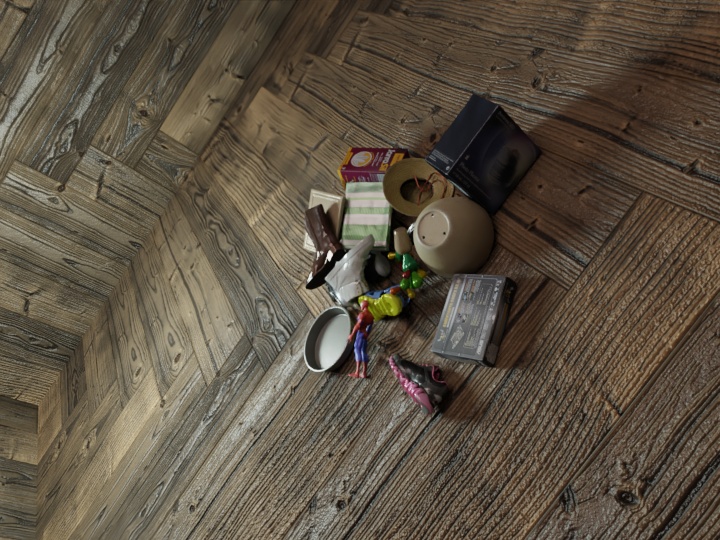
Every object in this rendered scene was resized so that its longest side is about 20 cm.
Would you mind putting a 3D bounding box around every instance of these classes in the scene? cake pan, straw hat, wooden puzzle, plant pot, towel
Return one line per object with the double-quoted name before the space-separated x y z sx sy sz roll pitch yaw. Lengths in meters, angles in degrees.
"cake pan" -0.087 0.202 1.736 0.199 0.037 0.203 -29 46 35
"straw hat" 0.157 -0.213 1.679 0.085 0.197 0.204 93 -173 -66
"wooden puzzle" -0.106 -0.141 1.808 0.199 0.037 0.188 23 107 54
"plant pot" 0.205 -0.089 1.451 0.198 0.134 0.204 -6 79 34
"towel" 0.019 -0.155 1.702 0.150 0.023 0.204 1 79 21

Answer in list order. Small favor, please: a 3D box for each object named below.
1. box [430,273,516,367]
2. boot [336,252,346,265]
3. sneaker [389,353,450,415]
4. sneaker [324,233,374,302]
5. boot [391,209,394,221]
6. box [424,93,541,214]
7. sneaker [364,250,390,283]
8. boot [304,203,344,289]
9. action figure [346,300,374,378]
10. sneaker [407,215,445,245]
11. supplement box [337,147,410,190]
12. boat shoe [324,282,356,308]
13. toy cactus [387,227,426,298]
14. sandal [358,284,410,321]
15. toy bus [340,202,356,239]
"box" 0.259 0.110 1.377 0.157 0.048 0.203 1 67 51
"boot" -0.058 -0.018 1.811 0.073 0.090 0.201 -42 41 18
"sneaker" 0.142 0.252 1.417 0.095 0.079 0.200 -37 37 -6
"sneaker" 0.000 0.000 1.654 0.116 0.073 0.200 47 122 7
"boot" 0.056 -0.220 1.842 0.130 0.069 0.204 -14 67 41
"box" 0.302 -0.283 1.468 0.200 0.199 0.123 -53 36 8
"sneaker" 0.013 -0.039 1.748 0.113 0.075 0.202 -38 44 22
"boot" -0.135 -0.072 1.757 0.187 0.064 0.201 -49 53 26
"action figure" 0.001 0.180 1.591 0.051 0.065 0.204 3 81 40
"sneaker" 0.200 -0.094 1.571 0.198 0.075 0.089 -24 55 39
"supplement box" 0.045 -0.303 1.808 0.197 0.086 0.111 7 53 26
"boat shoe" -0.067 0.061 1.793 0.057 0.068 0.201 -57 30 17
"toy cactus" 0.109 -0.027 1.537 0.101 0.167 0.201 -13 23 5
"sandal" 0.068 0.084 1.617 0.087 0.080 0.199 -34 15 -31
"toy bus" -0.050 -0.153 1.827 0.199 0.064 0.080 -26 51 48
